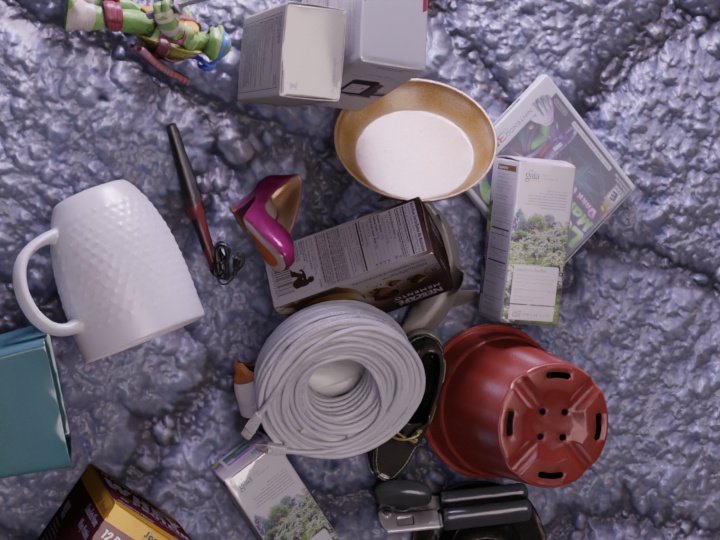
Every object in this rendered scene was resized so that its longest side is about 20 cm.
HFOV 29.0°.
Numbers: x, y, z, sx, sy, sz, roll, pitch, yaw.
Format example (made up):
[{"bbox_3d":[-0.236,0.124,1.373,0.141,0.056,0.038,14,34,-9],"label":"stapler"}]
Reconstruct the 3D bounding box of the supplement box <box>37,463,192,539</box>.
[{"bbox_3d":[-0.297,0.356,1.572,0.132,0.197,0.201,37,83,-18],"label":"supplement box"}]

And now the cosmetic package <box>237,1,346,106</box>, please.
[{"bbox_3d":[-0.082,-0.243,1.584,0.072,0.200,0.105,4,95,-19],"label":"cosmetic package"}]

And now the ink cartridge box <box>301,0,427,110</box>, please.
[{"bbox_3d":[0.001,-0.279,1.600,0.082,0.200,0.147,5,81,-21],"label":"ink cartridge box"}]

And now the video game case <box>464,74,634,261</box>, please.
[{"bbox_3d":[0.237,-0.117,1.799,0.182,0.023,0.200,-45,107,-9],"label":"video game case"}]

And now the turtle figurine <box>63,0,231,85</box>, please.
[{"bbox_3d":[-0.231,-0.316,1.561,0.191,0.201,0.146,6,59,-15],"label":"turtle figurine"}]

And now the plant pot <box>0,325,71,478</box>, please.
[{"bbox_3d":[-0.433,0.156,1.544,0.197,0.141,0.143,-12,99,-10],"label":"plant pot"}]

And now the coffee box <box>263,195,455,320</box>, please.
[{"bbox_3d":[0.000,0.000,1.636,0.198,0.113,0.081,-19,63,9],"label":"coffee box"}]

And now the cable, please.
[{"bbox_3d":[-0.027,0.130,1.623,0.198,0.069,0.202,14,115,-21],"label":"cable"}]

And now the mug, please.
[{"bbox_3d":[-0.293,0.003,1.556,0.198,0.147,0.177,-21,88,-36],"label":"mug"}]

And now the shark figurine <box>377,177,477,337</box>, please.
[{"bbox_3d":[0.100,-0.015,1.731,0.126,0.089,0.218,-8,100,-19],"label":"shark figurine"}]

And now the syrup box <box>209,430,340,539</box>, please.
[{"bbox_3d":[-0.094,0.302,1.697,0.078,0.081,0.201,-36,105,-14],"label":"syrup box"}]

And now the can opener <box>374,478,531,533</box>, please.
[{"bbox_3d":[0.117,0.295,1.747,0.197,0.053,0.067,-3,134,-4],"label":"can opener"}]

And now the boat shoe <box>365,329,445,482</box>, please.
[{"bbox_3d":[0.055,0.176,1.728,0.071,0.061,0.204,14,104,-11],"label":"boat shoe"}]

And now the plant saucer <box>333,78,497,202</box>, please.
[{"bbox_3d":[0.066,-0.149,1.681,0.198,0.201,0.036,-17,145,-16],"label":"plant saucer"}]

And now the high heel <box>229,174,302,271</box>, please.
[{"bbox_3d":[-0.086,-0.061,1.603,0.095,0.200,0.068,-31,110,-6],"label":"high heel"}]

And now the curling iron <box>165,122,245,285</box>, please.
[{"bbox_3d":[-0.188,-0.080,1.654,0.049,0.026,0.202,-17,99,22],"label":"curling iron"}]

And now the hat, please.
[{"bbox_3d":[0.166,0.369,1.792,0.198,0.081,0.204,-2,95,-19],"label":"hat"}]

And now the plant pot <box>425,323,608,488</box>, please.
[{"bbox_3d":[0.199,0.177,1.720,0.198,0.195,0.204,-1,94,-18],"label":"plant pot"}]

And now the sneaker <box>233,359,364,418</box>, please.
[{"bbox_3d":[-0.060,0.112,1.694,0.198,0.073,0.086,-17,103,-15],"label":"sneaker"}]

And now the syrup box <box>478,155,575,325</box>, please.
[{"bbox_3d":[0.206,-0.038,1.734,0.078,0.081,0.203,4,96,-18],"label":"syrup box"}]
